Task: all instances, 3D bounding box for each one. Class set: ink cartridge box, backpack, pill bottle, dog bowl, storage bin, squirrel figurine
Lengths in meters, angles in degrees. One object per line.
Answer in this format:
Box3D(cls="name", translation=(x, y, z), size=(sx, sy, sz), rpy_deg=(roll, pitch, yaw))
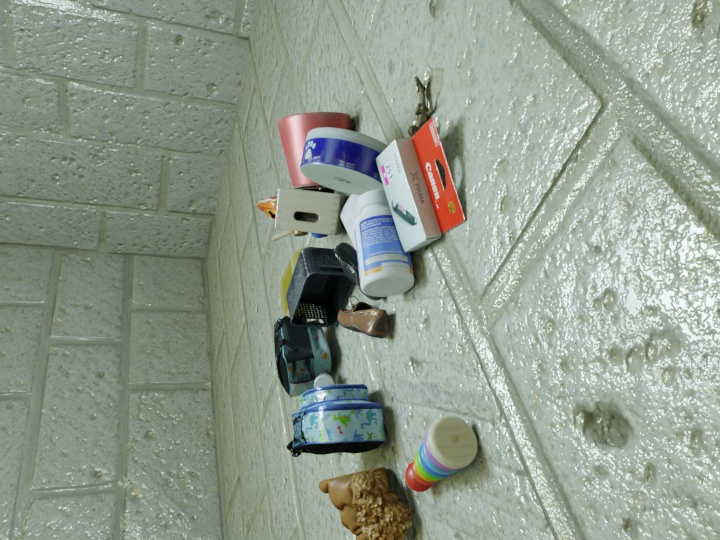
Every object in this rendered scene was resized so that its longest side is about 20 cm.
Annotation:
Box3D(cls="ink cartridge box", translation=(0.106, -0.154, 1.130), size=(0.173, 0.043, 0.203), rpy_deg=(-33, 71, 64))
Box3D(cls="backpack", translation=(-0.047, 0.323, 1.317), size=(0.200, 0.181, 0.149), rpy_deg=(-30, 60, 58))
Box3D(cls="backpack", translation=(-0.158, 0.238, 1.635), size=(0.177, 0.151, 0.202), rpy_deg=(-116, 28, -49))
Box3D(cls="ink cartridge box", translation=(0.034, -0.159, 1.394), size=(0.201, 0.050, 0.162), rpy_deg=(-54, 34, 23))
Box3D(cls="pill bottle", translation=(0.044, -0.058, 1.241), size=(0.112, 0.110, 0.203), rpy_deg=(133, 136, -57))
Box3D(cls="dog bowl", translation=(-0.027, -0.227, 1.292), size=(0.200, 0.198, 0.080), rpy_deg=(-2, 72, 68))
Box3D(cls="storage bin", translation=(-0.104, 0.046, 1.559), size=(0.095, 0.133, 0.201), rpy_deg=(-108, 31, -41))
Box3D(cls="squirrel figurine", translation=(0.019, 0.496, 1.198), size=(0.200, 0.140, 0.189), rpy_deg=(132, 131, -60))

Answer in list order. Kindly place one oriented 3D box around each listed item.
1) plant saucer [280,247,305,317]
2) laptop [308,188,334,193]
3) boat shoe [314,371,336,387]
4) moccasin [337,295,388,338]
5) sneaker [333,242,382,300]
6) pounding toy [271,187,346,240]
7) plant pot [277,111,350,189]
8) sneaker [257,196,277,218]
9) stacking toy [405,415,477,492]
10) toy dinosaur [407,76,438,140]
Box3D(cls="plant saucer", translation=(-0.214, 0.060, 1.949), size=(0.201, 0.048, 0.202), rpy_deg=(120, 146, -49))
Box3D(cls="laptop", translation=(-0.119, -0.258, 1.811), size=(0.200, 0.102, 0.179), rpy_deg=(47, 135, 27))
Box3D(cls="boat shoe", translation=(-0.076, 0.361, 1.550), size=(0.064, 0.070, 0.203), rpy_deg=(-13, -81, -80))
Box3D(cls="moccasin", translation=(0.004, 0.102, 1.370), size=(0.201, 0.073, 0.079), rpy_deg=(-179, 102, -71))
Box3D(cls="sneaker", translation=(-0.002, 0.002, 1.411), size=(0.200, 0.060, 0.104), rpy_deg=(50, 175, 24))
Box3D(cls="pounding toy", translation=(-0.147, -0.134, 1.566), size=(0.184, 0.197, 0.145), rpy_deg=(-49, -34, -83))
Box3D(cls="plant pot", translation=(-0.115, -0.311, 1.601), size=(0.200, 0.198, 0.180), rpy_deg=(-172, 76, -68))
Box3D(cls="sneaker", translation=(-0.347, -0.233, 2.293), size=(0.200, 0.072, 0.078), rpy_deg=(-174, 77, -71))
Box3D(cls="stacking toy", translation=(0.128, 0.327, 1.040), size=(0.201, 0.084, 0.086), rpy_deg=(111, 153, -51))
Box3D(cls="toy dinosaur", translation=(0.114, -0.278, 1.203), size=(0.101, 0.057, 0.203), rpy_deg=(-109, 31, -74))
